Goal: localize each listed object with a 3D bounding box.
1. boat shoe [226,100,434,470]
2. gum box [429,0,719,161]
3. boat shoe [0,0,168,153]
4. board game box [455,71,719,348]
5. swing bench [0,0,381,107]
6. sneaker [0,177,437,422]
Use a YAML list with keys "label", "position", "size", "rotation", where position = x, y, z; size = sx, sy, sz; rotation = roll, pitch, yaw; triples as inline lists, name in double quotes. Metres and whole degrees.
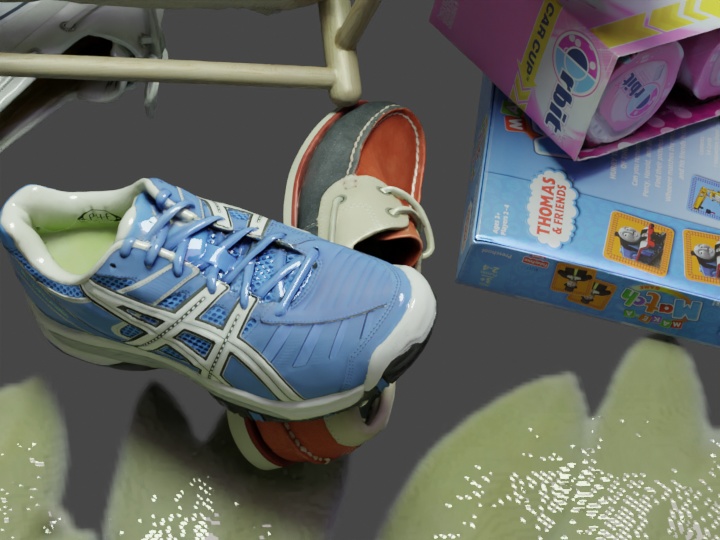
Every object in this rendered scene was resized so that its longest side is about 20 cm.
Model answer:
- label: "boat shoe"
  position: [0.000, 0.000, 1.121]
  size: [0.071, 0.063, 0.200]
  rotation: [47, 44, -30]
- label: "gum box"
  position: [0.148, -0.133, 1.249]
  size: [0.200, 0.066, 0.114]
  rotation: [-19, 52, -36]
- label: "boat shoe"
  position: [-0.119, -0.102, 1.179]
  size: [0.086, 0.075, 0.202]
  rotation: [42, 54, 19]
- label: "board game box"
  position: [0.151, -0.035, 1.230]
  size: [0.200, 0.037, 0.151]
  rotation: [15, 48, -6]
- label: "swing bench"
  position: [-0.090, -0.189, 1.127]
  size: [0.199, 0.130, 0.200]
  rotation: [1, 56, -26]
- label: "sneaker"
  position: [-0.064, 0.008, 1.048]
  size: [0.200, 0.077, 0.076]
  rotation: [5, 59, 28]
